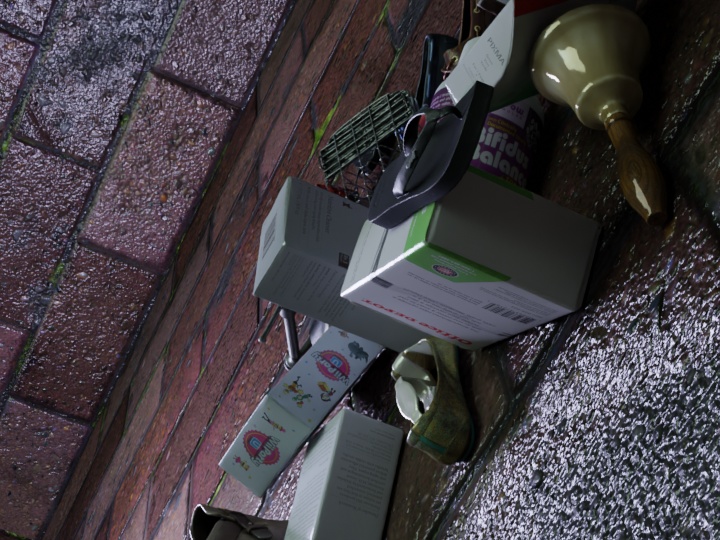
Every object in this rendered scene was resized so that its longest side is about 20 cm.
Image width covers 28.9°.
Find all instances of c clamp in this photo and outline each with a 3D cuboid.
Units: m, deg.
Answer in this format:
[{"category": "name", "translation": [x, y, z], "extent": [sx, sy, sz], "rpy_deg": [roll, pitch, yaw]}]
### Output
[{"category": "c clamp", "translation": [-0.076, 0.060, 1.735], "extent": [0.171, 0.027, 0.200], "rpy_deg": [-61, -19, -25]}]

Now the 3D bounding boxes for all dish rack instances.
[{"category": "dish rack", "translation": [0.028, -0.092, 1.517], "extent": [0.153, 0.054, 0.200], "rpy_deg": [-32, 52, 27]}]

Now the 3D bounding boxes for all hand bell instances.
[{"category": "hand bell", "translation": [0.204, -0.110, 1.095], "extent": [0.104, 0.104, 0.200], "rpy_deg": [-57, 29, 37]}]

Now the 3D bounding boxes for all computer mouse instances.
[{"category": "computer mouse", "translation": [0.006, -0.122, 1.912], "extent": [0.059, 0.034, 0.201], "rpy_deg": [21, 94, 59]}]

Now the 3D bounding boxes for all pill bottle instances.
[{"category": "pill bottle", "translation": [0.114, -0.119, 1.340], "extent": [0.112, 0.112, 0.201], "rpy_deg": [-32, 38, 66]}]

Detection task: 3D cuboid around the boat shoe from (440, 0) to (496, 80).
[{"category": "boat shoe", "translation": [0.123, -0.229, 1.554], "extent": [0.070, 0.070, 0.201], "rpy_deg": [-39, 33, 60]}]

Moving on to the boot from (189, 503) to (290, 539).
[{"category": "boot", "translation": [-0.109, 0.283, 1.482], "extent": [0.200, 0.146, 0.070], "rpy_deg": [-168, 98, -77]}]

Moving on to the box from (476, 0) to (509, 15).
[{"category": "box", "translation": [0.182, -0.367, 1.540], "extent": [0.100, 0.075, 0.200], "rpy_deg": [-57, 16, 37]}]

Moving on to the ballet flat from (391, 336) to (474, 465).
[{"category": "ballet flat", "translation": [0.061, 0.107, 1.293], "extent": [0.071, 0.071, 0.200], "rpy_deg": [-62, 15, 22]}]

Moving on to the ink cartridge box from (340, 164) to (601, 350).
[{"category": "ink cartridge box", "translation": [0.089, -0.007, 1.196], "extent": [0.200, 0.145, 0.084], "rpy_deg": [-32, 38, 66]}]

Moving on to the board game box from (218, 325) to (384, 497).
[{"category": "board game box", "translation": [-0.054, 0.135, 1.524], "extent": [0.200, 0.064, 0.148], "rpy_deg": [-48, -5, -46]}]

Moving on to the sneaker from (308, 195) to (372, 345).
[{"category": "sneaker", "translation": [-0.018, 0.009, 1.703], "extent": [0.106, 0.075, 0.201], "rpy_deg": [144, 144, -65]}]

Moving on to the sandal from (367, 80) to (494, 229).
[{"category": "sandal", "translation": [0.045, -0.086, 1.097], "extent": [0.200, 0.043, 0.076], "rpy_deg": [-42, 28, 57]}]

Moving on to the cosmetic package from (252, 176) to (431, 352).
[{"category": "cosmetic package", "translation": [0.000, 0.000, 1.401], "extent": [0.113, 0.199, 0.081], "rpy_deg": [-89, 25, -48]}]

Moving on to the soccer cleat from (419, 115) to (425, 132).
[{"category": "soccer cleat", "translation": [0.068, -0.096, 1.577], "extent": [0.076, 0.067, 0.201], "rpy_deg": [144, 143, -72]}]

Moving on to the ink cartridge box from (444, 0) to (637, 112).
[{"category": "ink cartridge box", "translation": [0.180, -0.215, 1.184], "extent": [0.050, 0.161, 0.200], "rpy_deg": [60, 146, 11]}]

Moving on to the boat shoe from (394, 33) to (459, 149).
[{"category": "boat shoe", "translation": [0.071, -0.189, 1.681], "extent": [0.084, 0.068, 0.201], "rpy_deg": [-27, 43, 69]}]

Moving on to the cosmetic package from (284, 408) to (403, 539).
[{"category": "cosmetic package", "translation": [-0.025, 0.250, 1.376], "extent": [0.101, 0.071, 0.200], "rpy_deg": [133, 155, -57]}]

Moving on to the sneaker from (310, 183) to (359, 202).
[{"category": "sneaker", "translation": [-0.039, -0.053, 1.841], "extent": [0.200, 0.079, 0.096], "rpy_deg": [-123, 43, -64]}]
